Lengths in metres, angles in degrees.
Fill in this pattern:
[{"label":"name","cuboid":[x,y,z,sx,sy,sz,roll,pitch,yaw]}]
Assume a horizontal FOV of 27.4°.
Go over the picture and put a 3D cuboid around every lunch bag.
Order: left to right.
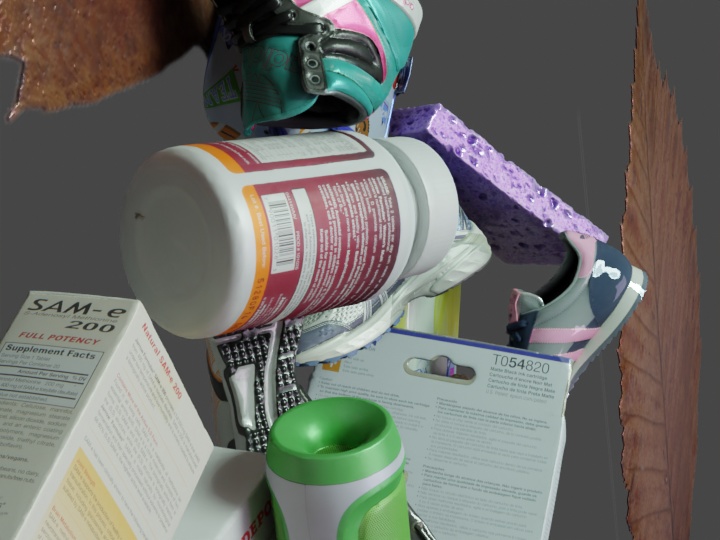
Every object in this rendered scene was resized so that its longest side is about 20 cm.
[{"label":"lunch bag","cuboid":[-0.031,-0.130,1.014,0.200,0.075,0.161,36,63,-64]}]

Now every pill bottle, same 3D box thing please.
[{"label":"pill bottle","cuboid":[-0.037,-0.028,0.890,0.199,0.109,0.110,-11,105,-46]}]

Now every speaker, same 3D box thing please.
[{"label":"speaker","cuboid":[-0.007,0.181,0.888,0.088,0.088,0.201,-47,136,-57]}]

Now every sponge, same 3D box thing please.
[{"label":"sponge","cuboid":[0.090,-0.065,1.160,0.200,0.111,0.030,35,72,-30]}]

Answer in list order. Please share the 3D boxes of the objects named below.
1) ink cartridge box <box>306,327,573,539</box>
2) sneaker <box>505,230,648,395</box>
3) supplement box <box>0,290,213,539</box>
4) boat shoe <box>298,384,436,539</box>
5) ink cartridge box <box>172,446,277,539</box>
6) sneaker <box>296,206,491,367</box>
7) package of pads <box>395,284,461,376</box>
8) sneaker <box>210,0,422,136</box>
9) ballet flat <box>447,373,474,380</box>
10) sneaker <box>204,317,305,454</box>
[{"label":"ink cartridge box","cuboid":[0.046,0.147,1.087,0.041,0.198,0.201,68,34,-67]},{"label":"sneaker","cuboid":[0.131,0.059,1.135,0.200,0.082,0.070,-53,-167,-3]},{"label":"supplement box","cuboid":[-0.157,0.126,0.740,0.126,0.073,0.201,72,31,-43]},{"label":"boat shoe","cuboid":[0.005,0.161,1.030,0.066,0.201,0.072,-29,164,-21]},{"label":"ink cartridge box","cuboid":[-0.099,0.225,0.888,0.145,0.084,0.201,-51,139,-57]},{"label":"sneaker","cuboid":[0.000,0.000,1.079,0.200,0.077,0.085,-34,103,-28]},{"label":"package of pads","cuboid":[0.031,0.051,1.207,0.154,0.068,0.201,-3,96,-69]},{"label":"sneaker","cuboid":[-0.058,-0.143,0.863,0.199,0.083,0.121,26,65,-28]},{"label":"ballet flat","cuboid":[0.100,0.119,1.214,0.200,0.065,0.071,-12,109,-69]},{"label":"sneaker","cuboid":[-0.075,0.064,0.965,0.073,0.080,0.201,-5,86,-27]}]
